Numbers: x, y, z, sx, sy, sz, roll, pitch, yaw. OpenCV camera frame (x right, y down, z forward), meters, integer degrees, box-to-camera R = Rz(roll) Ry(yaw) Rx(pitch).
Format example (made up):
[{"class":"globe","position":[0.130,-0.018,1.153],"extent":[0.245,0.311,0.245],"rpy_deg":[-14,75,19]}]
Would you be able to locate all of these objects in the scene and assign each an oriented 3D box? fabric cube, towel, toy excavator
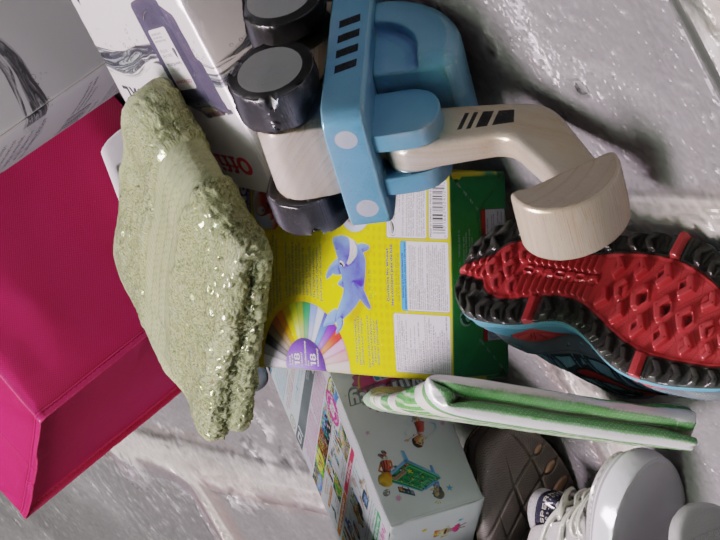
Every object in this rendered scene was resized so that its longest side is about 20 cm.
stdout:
[{"class":"fabric cube","position":[-0.215,0.009,2.053],"extent":[0.199,0.196,0.200],"rpy_deg":[46,156,11]},{"class":"towel","position":[0.088,0.074,1.602],"extent":[0.200,0.151,0.024],"rpy_deg":[164,113,-83]},{"class":"toy excavator","position":[0.038,-0.078,1.566],"extent":[0.195,0.199,0.100],"rpy_deg":[-86,-17,-47]},{"class":"towel","position":[-0.100,-0.002,1.733],"extent":[0.149,0.036,0.200],"rpy_deg":[58,155,27]}]

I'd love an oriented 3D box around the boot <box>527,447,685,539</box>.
[{"class":"boot","position":[0.133,0.154,1.744],"extent":[0.095,0.074,0.201],"rpy_deg":[31,151,28]}]

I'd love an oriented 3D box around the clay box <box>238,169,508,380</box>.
[{"class":"clay box","position":[0.000,0.000,1.704],"extent":[0.199,0.047,0.116],"rpy_deg":[4,96,50]}]

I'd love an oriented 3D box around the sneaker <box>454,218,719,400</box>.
[{"class":"sneaker","position":[0.147,0.026,1.559],"extent":[0.199,0.080,0.095],"rpy_deg":[20,168,46]}]

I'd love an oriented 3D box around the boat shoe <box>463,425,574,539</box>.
[{"class":"boat shoe","position":[0.088,0.161,1.847],"extent":[0.073,0.074,0.201],"rpy_deg":[32,149,40]}]

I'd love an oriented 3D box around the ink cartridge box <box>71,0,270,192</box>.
[{"class":"ink cartridge box","position":[-0.093,-0.151,1.717],"extent":[0.145,0.084,0.201],"rpy_deg":[14,137,57]}]

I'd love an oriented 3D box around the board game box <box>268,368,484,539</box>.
[{"class":"board game box","position":[0.004,0.089,1.830],"extent":[0.148,0.064,0.201],"rpy_deg":[100,151,-62]}]

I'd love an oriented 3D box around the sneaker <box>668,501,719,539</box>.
[{"class":"sneaker","position":[0.200,0.208,1.698],"extent":[0.099,0.071,0.201],"rpy_deg":[8,136,53]}]

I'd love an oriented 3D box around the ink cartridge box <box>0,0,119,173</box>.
[{"class":"ink cartridge box","position":[-0.225,-0.117,1.872],"extent":[0.084,0.200,0.146],"rpy_deg":[53,158,1]}]

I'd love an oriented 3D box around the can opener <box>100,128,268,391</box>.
[{"class":"can opener","position":[-0.116,-0.011,1.935],"extent":[0.066,0.052,0.201],"rpy_deg":[67,-179,-78]}]
